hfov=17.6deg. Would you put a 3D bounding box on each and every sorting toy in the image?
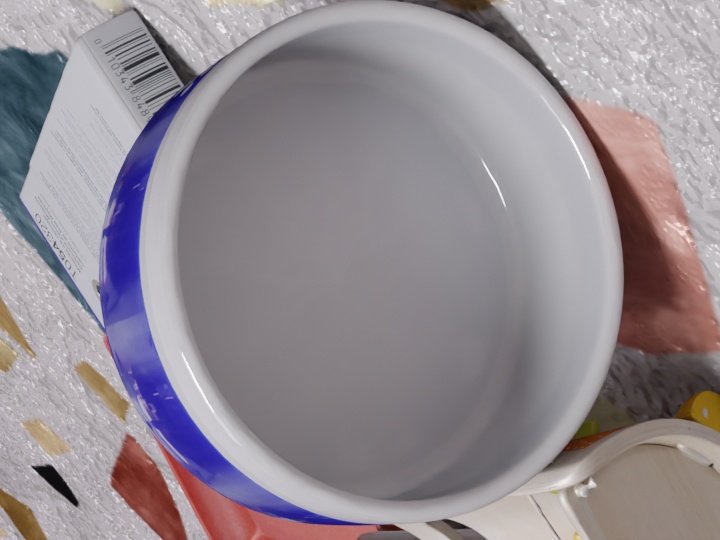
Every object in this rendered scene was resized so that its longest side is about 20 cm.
[{"bbox_3d":[0.098,0.140,1.031,0.179,0.107,0.201,-12,119,45],"label":"sorting toy"}]

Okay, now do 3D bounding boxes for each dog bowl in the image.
[{"bbox_3d":[0.000,0.000,0.917,0.201,0.200,0.079,51,155,-10],"label":"dog bowl"}]

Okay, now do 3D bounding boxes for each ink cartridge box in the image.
[{"bbox_3d":[-0.096,-0.006,1.191,0.197,0.043,0.200,56,156,8],"label":"ink cartridge box"}]

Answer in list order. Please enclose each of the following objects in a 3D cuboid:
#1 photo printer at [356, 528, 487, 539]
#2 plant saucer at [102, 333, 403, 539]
[{"bbox_3d":[0.088,0.206,1.188,0.199,0.070,0.167,-7,124,44],"label":"photo printer"},{"bbox_3d":[-0.039,0.121,1.325,0.199,0.037,0.201,18,142,45],"label":"plant saucer"}]
